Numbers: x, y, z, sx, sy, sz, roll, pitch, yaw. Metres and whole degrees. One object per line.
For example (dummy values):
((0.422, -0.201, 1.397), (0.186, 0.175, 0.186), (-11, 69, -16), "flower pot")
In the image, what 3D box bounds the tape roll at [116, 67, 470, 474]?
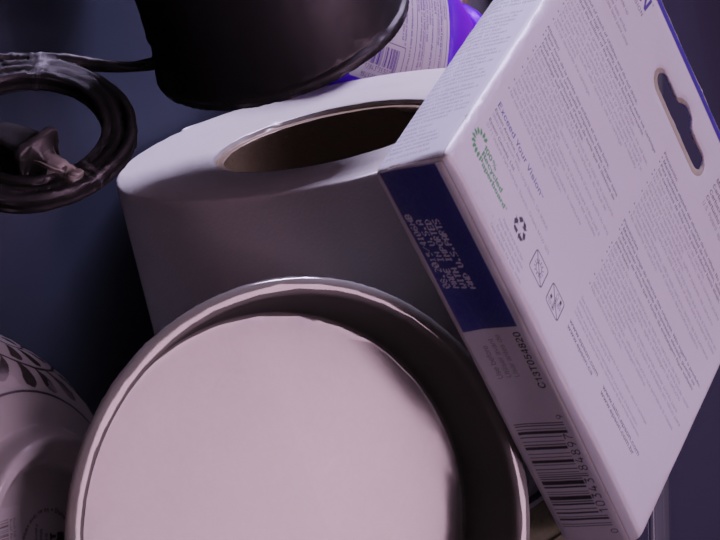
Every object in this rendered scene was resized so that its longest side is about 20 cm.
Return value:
((0.000, 0.000, 1.002), (0.203, 0.202, 0.140), (-34, 116, -51), "tape roll")

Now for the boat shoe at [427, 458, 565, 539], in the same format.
((0.022, 0.153, 0.949), (0.062, 0.200, 0.072), (53, 14, 13), "boat shoe")

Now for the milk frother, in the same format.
((-0.102, -0.148, 0.879), (0.200, 0.180, 0.188), (-60, 139, -46), "milk frother")

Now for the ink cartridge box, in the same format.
((0.099, -0.021, 0.926), (0.200, 0.041, 0.200), (-54, 125, -44), "ink cartridge box")

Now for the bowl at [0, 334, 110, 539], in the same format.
((-0.154, 0.107, 0.870), (0.201, 0.094, 0.201), (5, 85, -56), "bowl")

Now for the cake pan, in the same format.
((-0.027, 0.103, 0.867), (0.200, 0.037, 0.201), (1, 87, -25), "cake pan")

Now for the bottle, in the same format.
((0.018, -0.122, 1.153), (0.200, 0.065, 0.084), (11, 79, -55), "bottle")
